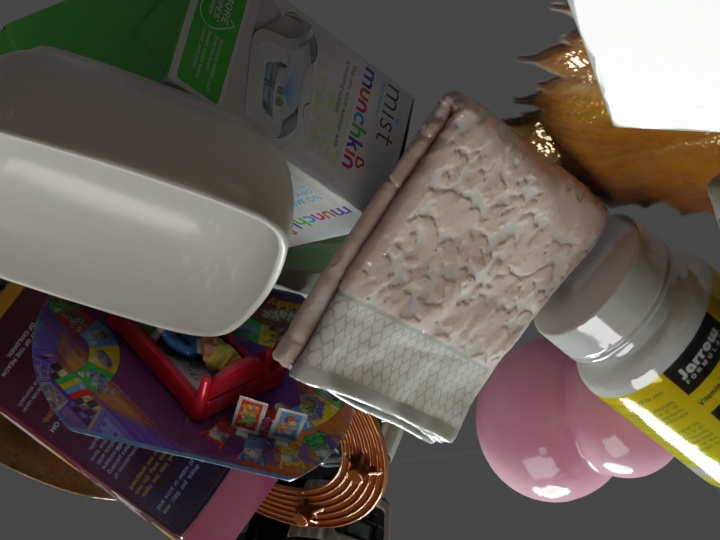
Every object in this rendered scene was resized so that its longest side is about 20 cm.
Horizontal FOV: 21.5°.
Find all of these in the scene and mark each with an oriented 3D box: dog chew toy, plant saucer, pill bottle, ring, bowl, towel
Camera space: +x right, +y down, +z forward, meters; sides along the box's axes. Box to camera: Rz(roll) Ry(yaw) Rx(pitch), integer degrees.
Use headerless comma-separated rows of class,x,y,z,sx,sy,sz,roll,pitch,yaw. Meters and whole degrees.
dog chew toy,0.186,0.102,1.405,0.199,0.125,0.124,-14,147,35
plant saucer,-0.234,0.101,1.412,0.200,0.036,0.200,26,-168,-6
pill bottle,0.215,0.057,1.254,0.200,0.115,0.114,37,150,-23
ring,-0.071,0.104,1.303,0.200,0.019,0.201,21,135,22
bowl,-0.136,-0.046,1.035,0.199,0.075,0.200,18,155,-10
towel,0.055,0.007,1.142,0.032,0.191,0.200,37,-176,34

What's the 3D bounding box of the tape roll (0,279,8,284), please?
tape roll,-0.226,-0.008,1.406,0.199,0.085,0.200,11,157,5

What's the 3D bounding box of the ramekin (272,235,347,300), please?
ramekin,0.000,0.000,1.287,0.201,0.095,0.203,12,158,5

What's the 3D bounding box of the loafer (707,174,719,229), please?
loafer,0.262,-0.006,1.174,0.070,0.070,0.200,10,153,27

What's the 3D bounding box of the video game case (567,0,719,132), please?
video game case,0.212,-0.121,0.977,0.199,0.022,0.182,5,157,21

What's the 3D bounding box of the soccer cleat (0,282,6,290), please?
soccer cleat,-0.235,0.059,1.375,0.199,0.069,0.073,18,159,-19

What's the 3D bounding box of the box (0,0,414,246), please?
box,-0.102,-0.089,1.130,0.199,0.097,0.176,-11,146,43

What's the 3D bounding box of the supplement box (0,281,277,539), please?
supplement box,-0.159,0.098,1.254,0.200,0.086,0.110,33,168,17

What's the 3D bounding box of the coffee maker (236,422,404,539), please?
coffee maker,-0.033,0.155,1.536,0.134,0.201,0.192,17,157,-9

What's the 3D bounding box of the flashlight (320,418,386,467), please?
flashlight,-0.073,0.111,1.378,0.199,0.068,0.068,-8,124,42

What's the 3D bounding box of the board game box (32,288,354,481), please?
board game box,-0.094,0.042,1.140,0.199,0.158,0.039,14,131,-8
